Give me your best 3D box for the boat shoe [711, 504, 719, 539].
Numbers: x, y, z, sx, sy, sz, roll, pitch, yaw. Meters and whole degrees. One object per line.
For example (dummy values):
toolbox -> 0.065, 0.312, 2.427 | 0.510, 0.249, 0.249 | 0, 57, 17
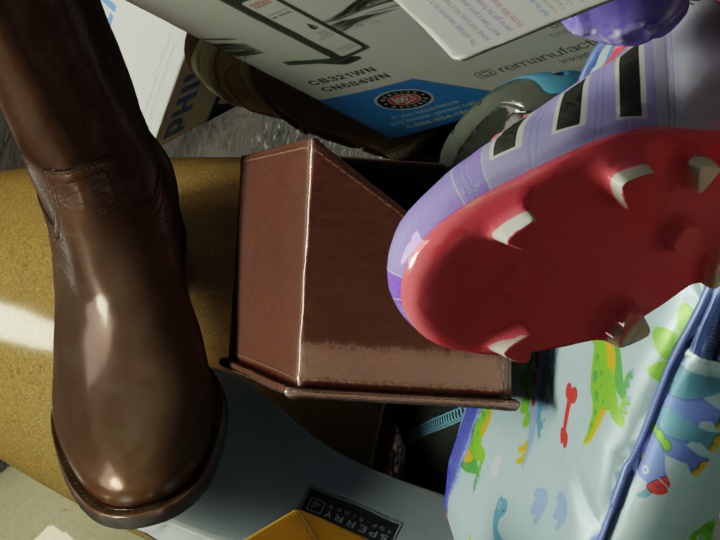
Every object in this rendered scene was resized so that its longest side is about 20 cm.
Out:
boat shoe -> 0.142, 0.027, 0.721 | 0.068, 0.071, 0.201 | -79, 5, -63

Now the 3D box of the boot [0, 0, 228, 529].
boot -> -0.103, -0.038, 0.932 | 0.187, 0.064, 0.201 | -103, -2, -48

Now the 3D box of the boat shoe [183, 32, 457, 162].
boat shoe -> 0.001, -0.077, 1.077 | 0.072, 0.076, 0.200 | -53, -19, 12

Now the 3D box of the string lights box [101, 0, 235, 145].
string lights box -> -0.025, -0.136, 1.117 | 0.059, 0.200, 0.103 | 41, 136, 19

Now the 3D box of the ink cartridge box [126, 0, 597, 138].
ink cartridge box -> 0.004, -0.126, 0.922 | 0.145, 0.199, 0.085 | -13, 66, 37

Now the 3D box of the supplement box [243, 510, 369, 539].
supplement box -> 0.012, 0.210, 0.767 | 0.133, 0.196, 0.201 | -24, -48, -60

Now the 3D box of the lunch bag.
lunch bag -> 0.091, 0.036, 0.849 | 0.161, 0.082, 0.201 | -103, 27, -56

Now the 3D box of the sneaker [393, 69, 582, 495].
sneaker -> 0.062, 0.018, 0.979 | 0.082, 0.073, 0.201 | -106, 18, -45

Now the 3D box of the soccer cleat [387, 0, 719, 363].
soccer cleat -> 0.081, -0.038, 0.725 | 0.076, 0.199, 0.067 | 42, 148, 39

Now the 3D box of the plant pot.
plant pot -> -0.080, 0.028, 1.114 | 0.186, 0.199, 0.188 | 14, -90, -87

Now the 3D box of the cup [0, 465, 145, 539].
cup -> -0.089, 0.139, 1.234 | 0.144, 0.199, 0.201 | -56, 29, 31

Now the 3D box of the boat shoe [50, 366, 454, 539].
boat shoe -> -0.023, 0.097, 0.997 | 0.068, 0.198, 0.074 | 99, -166, -49

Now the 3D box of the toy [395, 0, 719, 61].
toy -> 0.100, -0.094, 0.706 | 0.115, 0.199, 0.047 | -128, 16, -59

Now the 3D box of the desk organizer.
desk organizer -> 0.000, 0.000, 0.903 | 0.200, 0.071, 0.078 | -174, 88, -81
